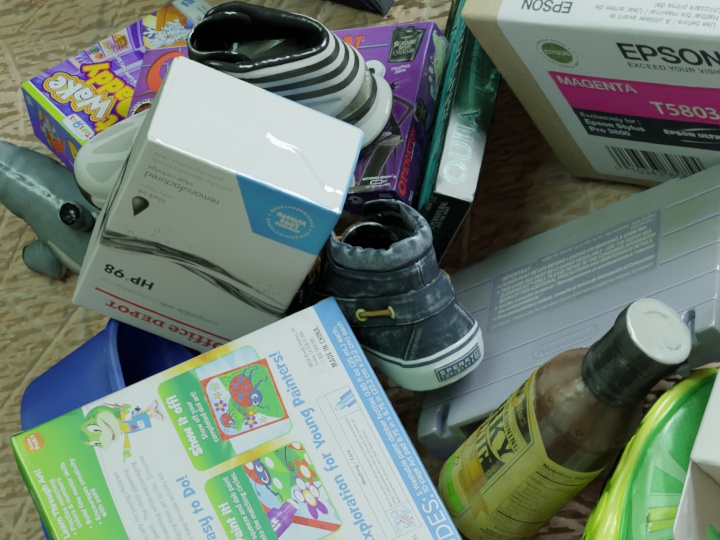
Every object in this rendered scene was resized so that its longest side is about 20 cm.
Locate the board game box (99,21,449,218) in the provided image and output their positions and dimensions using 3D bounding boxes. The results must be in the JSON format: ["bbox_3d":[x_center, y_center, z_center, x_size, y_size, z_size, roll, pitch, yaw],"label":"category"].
[{"bbox_3d":[-0.051,-0.084,1.736,0.199,0.032,0.121,-4,53,27],"label":"board game box"}]

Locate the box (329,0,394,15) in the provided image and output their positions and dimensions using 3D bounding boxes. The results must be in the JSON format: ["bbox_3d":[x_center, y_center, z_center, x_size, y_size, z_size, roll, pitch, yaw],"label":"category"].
[{"bbox_3d":[-0.053,-0.258,1.902,0.199,0.106,0.123,19,75,38],"label":"box"}]

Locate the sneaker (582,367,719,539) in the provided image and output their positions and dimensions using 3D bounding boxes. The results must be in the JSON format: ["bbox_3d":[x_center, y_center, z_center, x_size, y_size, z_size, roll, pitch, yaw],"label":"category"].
[{"bbox_3d":[0.161,0.145,1.563,0.083,0.074,0.201,23,63,2],"label":"sneaker"}]

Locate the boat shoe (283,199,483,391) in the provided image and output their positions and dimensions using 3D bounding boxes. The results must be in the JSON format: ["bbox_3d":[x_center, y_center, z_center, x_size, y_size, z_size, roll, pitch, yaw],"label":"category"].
[{"bbox_3d":[0.000,0.000,1.683,0.071,0.091,0.200,-30,22,-22],"label":"boat shoe"}]

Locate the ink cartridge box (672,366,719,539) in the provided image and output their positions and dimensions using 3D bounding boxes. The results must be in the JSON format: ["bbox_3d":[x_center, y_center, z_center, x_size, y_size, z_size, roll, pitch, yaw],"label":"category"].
[{"bbox_3d":[0.235,0.072,1.517,0.067,0.116,0.201,9,70,35],"label":"ink cartridge box"}]

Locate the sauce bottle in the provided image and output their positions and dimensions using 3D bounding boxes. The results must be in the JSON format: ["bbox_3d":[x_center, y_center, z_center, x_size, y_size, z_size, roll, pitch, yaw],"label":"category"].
[{"bbox_3d":[0.106,0.083,1.566,0.200,0.064,0.065,-50,39,43],"label":"sauce bottle"}]

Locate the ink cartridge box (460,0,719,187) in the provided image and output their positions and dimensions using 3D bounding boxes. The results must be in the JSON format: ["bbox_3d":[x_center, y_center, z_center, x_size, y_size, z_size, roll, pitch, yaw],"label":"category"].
[{"bbox_3d":[0.178,-0.114,1.628,0.199,0.165,0.075,9,63,36],"label":"ink cartridge box"}]

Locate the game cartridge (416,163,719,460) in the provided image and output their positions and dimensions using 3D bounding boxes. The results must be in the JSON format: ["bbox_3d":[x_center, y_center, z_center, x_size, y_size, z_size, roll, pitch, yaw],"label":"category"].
[{"bbox_3d":[0.125,0.023,1.640,0.199,0.038,0.130,-22,35,32],"label":"game cartridge"}]

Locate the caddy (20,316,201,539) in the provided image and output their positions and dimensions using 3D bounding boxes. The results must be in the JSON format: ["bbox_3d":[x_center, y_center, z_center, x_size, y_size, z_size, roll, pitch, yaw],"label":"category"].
[{"bbox_3d":[-0.112,0.116,1.698,0.105,0.141,0.201,-31,52,18],"label":"caddy"}]

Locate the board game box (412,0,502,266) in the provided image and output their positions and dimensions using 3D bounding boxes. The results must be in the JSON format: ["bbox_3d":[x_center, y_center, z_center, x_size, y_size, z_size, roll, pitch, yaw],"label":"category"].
[{"bbox_3d":[0.060,-0.104,1.729,0.028,0.135,0.201,15,66,-4],"label":"board game box"}]

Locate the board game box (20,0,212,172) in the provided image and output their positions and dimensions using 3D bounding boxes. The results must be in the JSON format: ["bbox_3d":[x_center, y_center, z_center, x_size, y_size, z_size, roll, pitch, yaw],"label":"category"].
[{"bbox_3d":[-0.103,-0.083,1.838,0.134,0.045,0.200,-31,47,-19],"label":"board game box"}]

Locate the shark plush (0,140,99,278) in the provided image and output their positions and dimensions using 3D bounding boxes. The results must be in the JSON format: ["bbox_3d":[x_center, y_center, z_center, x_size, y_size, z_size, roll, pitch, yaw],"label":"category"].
[{"bbox_3d":[-0.174,-0.017,1.852,0.091,0.083,0.200,-43,49,3],"label":"shark plush"}]

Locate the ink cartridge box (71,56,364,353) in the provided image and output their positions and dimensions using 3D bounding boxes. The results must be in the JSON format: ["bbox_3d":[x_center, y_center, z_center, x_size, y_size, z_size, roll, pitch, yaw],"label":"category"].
[{"bbox_3d":[-0.088,-0.018,1.661,0.200,0.115,0.067,120,168,-49],"label":"ink cartridge box"}]

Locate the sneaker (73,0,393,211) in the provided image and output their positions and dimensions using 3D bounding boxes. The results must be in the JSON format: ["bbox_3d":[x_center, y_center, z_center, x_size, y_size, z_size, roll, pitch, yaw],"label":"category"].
[{"bbox_3d":[-0.093,-0.102,1.676,0.199,0.115,0.076,-16,51,21],"label":"sneaker"}]

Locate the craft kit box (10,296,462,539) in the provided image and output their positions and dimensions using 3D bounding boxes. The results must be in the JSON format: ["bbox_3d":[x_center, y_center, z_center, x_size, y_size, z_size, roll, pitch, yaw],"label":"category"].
[{"bbox_3d":[-0.060,0.139,1.574,0.196,0.049,0.201,-21,63,-13],"label":"craft kit box"}]
